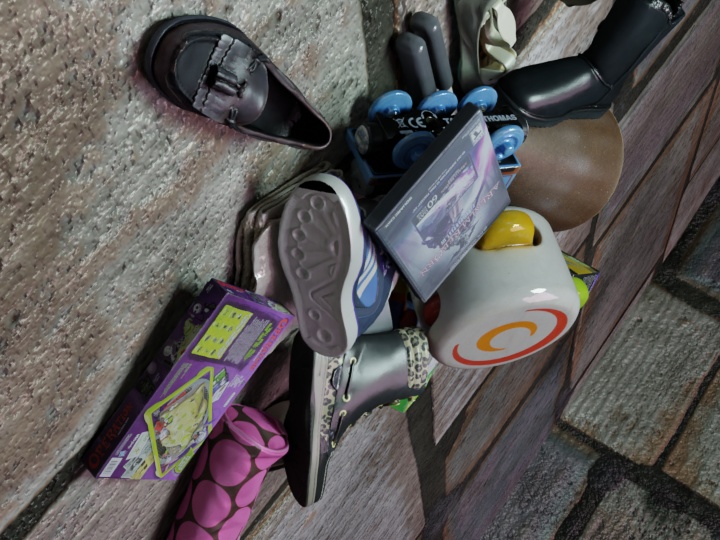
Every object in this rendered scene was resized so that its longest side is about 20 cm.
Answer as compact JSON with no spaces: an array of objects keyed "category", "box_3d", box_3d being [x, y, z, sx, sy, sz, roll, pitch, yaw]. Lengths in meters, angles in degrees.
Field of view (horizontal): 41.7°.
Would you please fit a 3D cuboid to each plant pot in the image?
[{"category":"plant pot","box_3d":[0.192,-0.149,1.150,0.199,0.187,0.188,5,114,-51]}]

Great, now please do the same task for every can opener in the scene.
[{"category":"can opener","box_3d":[0.088,-0.189,0.994,0.053,0.067,0.200,-56,158,-11]}]

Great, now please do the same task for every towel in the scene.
[{"category":"towel","box_3d":[-0.071,-0.002,0.932,0.132,0.034,0.201,-38,149,-40]}]

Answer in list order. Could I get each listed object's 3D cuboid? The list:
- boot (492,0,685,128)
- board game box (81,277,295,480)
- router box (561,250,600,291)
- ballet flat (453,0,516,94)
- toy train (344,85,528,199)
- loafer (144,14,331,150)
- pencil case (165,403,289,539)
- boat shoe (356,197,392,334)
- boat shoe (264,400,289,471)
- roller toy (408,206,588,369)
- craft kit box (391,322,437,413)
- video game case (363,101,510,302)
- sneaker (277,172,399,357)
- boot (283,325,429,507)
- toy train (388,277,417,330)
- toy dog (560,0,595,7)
[{"category":"boot","box_3d":[0.252,-0.244,1.038,0.199,0.077,0.168,-10,145,-40]},{"category":"board game box","box_3d":[-0.152,0.104,0.856,0.200,0.032,0.120,-54,148,5]},{"category":"router box","box_3d":[0.211,-0.022,1.279,0.157,0.199,0.052,-4,122,-64]},{"category":"ballet flat","box_3d":[0.141,-0.247,1.040,0.068,0.064,0.200,-53,157,-15]},{"category":"toy train","box_3d":[0.077,-0.119,0.956,0.199,0.087,0.115,-9,144,-28]},{"category":"loafer","box_3d":[-0.081,-0.135,0.713,0.072,0.063,0.200,-62,157,5]},{"category":"pencil case","box_3d":[-0.142,0.243,1.015,0.093,0.091,0.201,15,110,-30]},{"category":"boat shoe","box_3d":[0.000,0.000,1.037,0.072,0.066,0.201,-19,130,-13]},{"category":"boat shoe","box_3d":[-0.064,0.180,1.125,0.200,0.071,0.063,-36,160,-38]},{"category":"roller toy","box_3d":[0.147,0.016,1.091,0.182,0.140,0.200,-29,150,23]},{"category":"craft kit box","box_3d":[0.104,0.090,1.342,0.198,0.048,0.200,-66,170,8]},{"category":"video game case","box_3d":[0.080,-0.057,0.904,0.143,0.019,0.200,-49,154,-5]},{"category":"sneaker","box_3d":[-0.009,-0.031,0.903,0.147,0.080,0.201,-54,149,-47]},{"category":"boot","box_3d":[-0.003,0.156,1.039,0.153,0.073,0.205,-4,108,-29]},{"category":"toy train","box_3d":[0.040,0.029,1.161,0.116,0.084,0.201,-59,156,-48]},{"category":"toy dog","box_3d":[0.248,-0.386,1.042,0.200,0.139,0.195,84,16,-55]}]
